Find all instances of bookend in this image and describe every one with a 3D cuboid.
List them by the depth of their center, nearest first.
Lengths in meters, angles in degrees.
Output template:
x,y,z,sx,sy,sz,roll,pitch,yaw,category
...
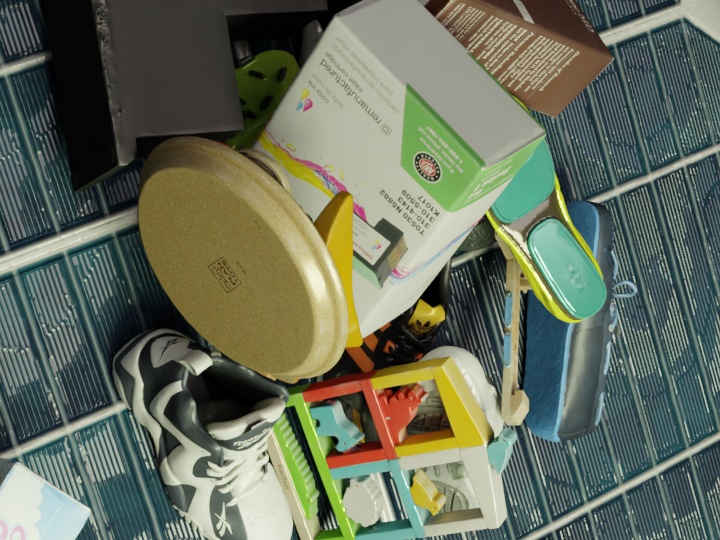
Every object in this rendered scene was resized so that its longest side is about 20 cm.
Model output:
x,y,z,sx,sy,sz,roll,pitch,yaw,category
-0.113,-0.170,1.299,0.200,0.092,0.199,-8,84,-29,bookend

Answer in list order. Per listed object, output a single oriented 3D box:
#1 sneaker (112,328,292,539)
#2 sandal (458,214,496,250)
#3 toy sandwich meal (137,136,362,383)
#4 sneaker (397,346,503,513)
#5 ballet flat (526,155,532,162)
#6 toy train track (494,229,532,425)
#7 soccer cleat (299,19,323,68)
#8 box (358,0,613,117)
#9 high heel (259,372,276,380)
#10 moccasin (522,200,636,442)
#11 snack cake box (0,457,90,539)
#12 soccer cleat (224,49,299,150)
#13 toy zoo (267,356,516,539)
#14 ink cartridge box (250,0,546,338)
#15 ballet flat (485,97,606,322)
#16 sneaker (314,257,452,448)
x,y,z,sx,sy,sz,roll,pitch,yaw,category
-0.089,0.131,1.312,0.079,0.130,0.199,-32,106,-27,sneaker
0.064,-0.080,1.425,0.075,0.048,0.201,-35,130,-4,sandal
-0.066,-0.011,1.217,0.070,0.205,0.205,-39,109,-34,toy sandwich meal
0.073,0.107,1.415,0.200,0.078,0.099,87,22,-53,sneaker
0.031,-0.108,1.313,0.071,0.200,0.065,-59,138,-35,ballet flat
0.132,0.024,1.452,0.115,0.032,0.200,54,37,-61,toy train track
0.044,-0.176,1.429,0.200,0.069,0.078,-15,109,-27,soccer cleat
0.088,-0.187,1.336,0.200,0.075,0.100,13,40,-51,box
0.000,0.000,1.361,0.071,0.142,0.200,55,48,-68,high heel
0.179,0.041,1.519,0.068,0.080,0.200,4,102,-36,moccasin
-0.275,0.221,1.205,0.067,0.115,0.200,38,71,-25,snack cake box
-0.094,-0.071,1.362,0.084,0.065,0.200,49,58,-54,soccer cleat
0.025,0.136,1.351,0.020,0.200,0.131,-39,112,-58,toy zoo
0.009,-0.068,1.246,0.145,0.200,0.084,46,43,11,ink cartridge box
0.123,-0.047,1.386,0.067,0.067,0.200,-34,113,-13,ballet flat
0.025,0.050,1.405,0.070,0.090,0.201,18,81,-30,sneaker
